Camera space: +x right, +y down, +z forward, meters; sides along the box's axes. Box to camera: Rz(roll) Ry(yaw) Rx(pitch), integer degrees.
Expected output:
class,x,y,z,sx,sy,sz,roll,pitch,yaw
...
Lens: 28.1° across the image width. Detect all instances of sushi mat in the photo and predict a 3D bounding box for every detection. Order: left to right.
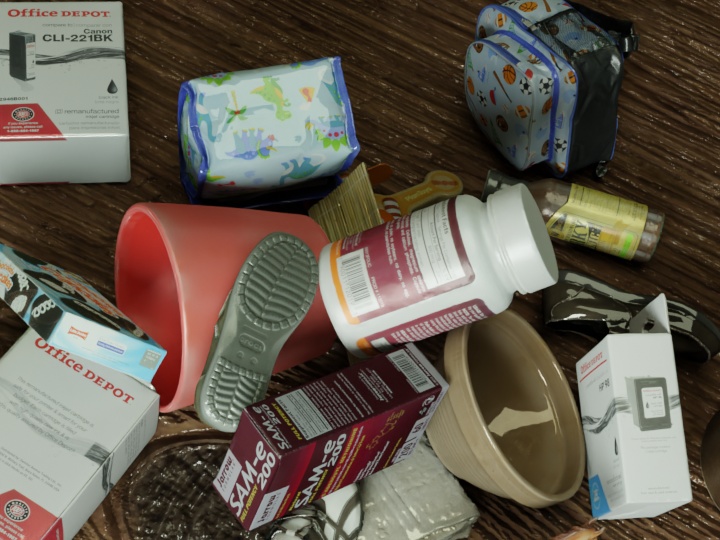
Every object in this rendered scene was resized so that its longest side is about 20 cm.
class,x,y,z,sx,sy,sz,roll,pitch,yaw
sushi mat,0.000,0.000,1.445,0.012,0.096,0.201,11,54,-44

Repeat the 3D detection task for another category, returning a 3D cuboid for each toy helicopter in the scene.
class,x,y,z,sx,sy,sz,roll,pitch,yaw
toy helicopter,0.029,-0.069,1.569,0.200,0.079,0.132,-25,53,-36

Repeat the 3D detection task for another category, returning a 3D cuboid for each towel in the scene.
class,x,y,z,sx,sy,sz,roll,pitch,yaw
towel,0.013,0.193,1.392,0.132,0.035,0.200,-21,60,-23

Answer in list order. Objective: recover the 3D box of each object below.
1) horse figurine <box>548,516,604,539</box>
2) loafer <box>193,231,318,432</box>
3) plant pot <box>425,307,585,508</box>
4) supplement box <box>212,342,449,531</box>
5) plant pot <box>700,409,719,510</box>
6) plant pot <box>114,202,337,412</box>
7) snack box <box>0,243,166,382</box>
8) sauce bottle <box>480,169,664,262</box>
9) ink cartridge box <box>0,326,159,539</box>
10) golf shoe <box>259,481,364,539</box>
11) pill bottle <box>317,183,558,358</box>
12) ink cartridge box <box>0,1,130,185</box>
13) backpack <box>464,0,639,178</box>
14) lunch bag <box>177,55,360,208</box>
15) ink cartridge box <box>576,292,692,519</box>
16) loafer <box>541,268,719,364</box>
class,x,y,z,sx,sy,sz,roll,pitch,yaw
horse figurine,0.110,0.277,1.286,0.199,0.133,0.050,-2,55,-10
loafer,-0.102,0.054,1.281,0.075,0.070,0.201,34,61,-16
plant pot,0.125,0.140,1.386,0.201,0.093,0.201,36,39,-36
supplement box,-0.025,0.145,1.274,0.199,0.109,0.061,-19,56,-38
plant pot,0.451,0.149,1.391,0.186,0.200,0.188,5,54,-6
plant pot,-0.126,0.026,1.402,0.177,0.201,0.201,-8,56,-28
snack box,-0.277,0.036,1.360,0.200,0.116,0.037,32,94,49
sauce bottle,0.232,-0.064,1.592,0.199,0.065,0.065,16,54,5
ink cartridge box,-0.299,0.166,1.327,0.146,0.083,0.200,30,55,12
golf shoe,-0.047,0.239,1.288,0.077,0.095,0.201,-6,61,18
pill bottle,0.072,-0.002,1.320,0.199,0.114,0.115,-19,54,16
ink cartridge box,-0.328,-0.198,1.580,0.144,0.084,0.201,-2,55,-10
backpack,0.202,-0.217,1.631,0.153,0.201,0.191,-14,45,-20
lunch bag,-0.102,-0.131,1.504,0.169,0.200,0.128,-9,82,-12
ink cartridge box,0.259,0.132,1.392,0.066,0.116,0.201,-2,73,-8
loafer,0.279,0.064,1.511,0.199,0.073,0.072,17,64,9
